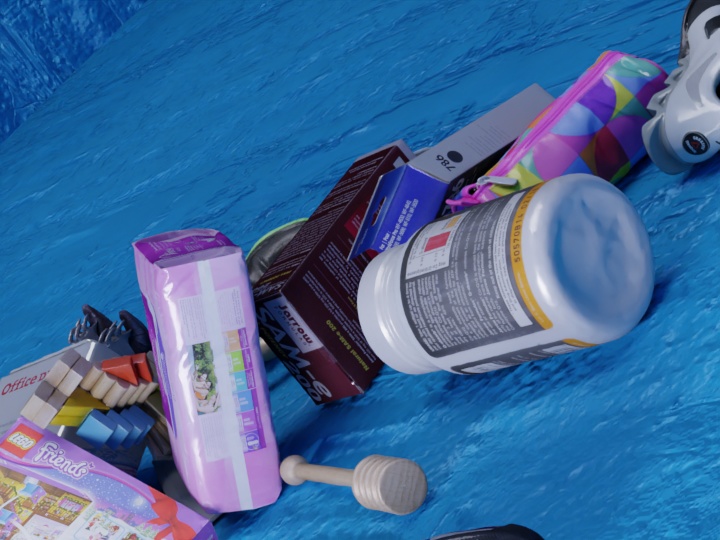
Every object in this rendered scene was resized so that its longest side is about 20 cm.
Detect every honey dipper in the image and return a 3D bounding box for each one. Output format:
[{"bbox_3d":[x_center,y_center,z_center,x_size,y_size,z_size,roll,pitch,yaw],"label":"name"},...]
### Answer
[{"bbox_3d":[-0.013,0.142,1.445,0.038,0.038,0.200,-45,17,-18],"label":"honey dipper"}]

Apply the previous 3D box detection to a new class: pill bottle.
[{"bbox_3d":[0.095,0.009,1.428,0.200,0.116,0.116,-17,27,49],"label":"pill bottle"}]

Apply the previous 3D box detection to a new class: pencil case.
[{"bbox_3d":[0.158,-0.086,1.596,0.200,0.088,0.088,-44,18,-19],"label":"pencil case"}]

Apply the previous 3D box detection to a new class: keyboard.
[{"bbox_3d":[-0.133,0.168,1.672,0.056,0.011,0.200,-35,17,-4],"label":"keyboard"}]

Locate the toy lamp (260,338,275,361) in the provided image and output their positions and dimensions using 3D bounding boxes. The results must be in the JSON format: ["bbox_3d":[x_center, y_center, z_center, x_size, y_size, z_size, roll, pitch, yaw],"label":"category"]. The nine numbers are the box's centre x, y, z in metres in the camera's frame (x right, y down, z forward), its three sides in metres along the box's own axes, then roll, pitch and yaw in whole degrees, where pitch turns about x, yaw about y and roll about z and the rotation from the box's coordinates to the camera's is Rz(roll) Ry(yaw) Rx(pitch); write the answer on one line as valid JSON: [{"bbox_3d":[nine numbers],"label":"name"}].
[{"bbox_3d":[-0.082,0.065,1.733,0.200,0.058,0.058,-33,18,6],"label":"toy lamp"}]

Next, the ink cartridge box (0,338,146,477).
[{"bbox_3d":[-0.257,0.171,1.694,0.145,0.087,0.200,-21,44,45],"label":"ink cartridge box"}]

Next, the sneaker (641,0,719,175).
[{"bbox_3d":[0.282,-0.155,1.547,0.088,0.074,0.200,-22,34,43],"label":"sneaker"}]

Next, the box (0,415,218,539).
[{"bbox_3d":[-0.222,0.203,1.536,0.200,0.039,0.137,24,59,32],"label":"box"}]

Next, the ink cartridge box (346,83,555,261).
[{"bbox_3d":[0.077,-0.069,1.633,0.200,0.039,0.099,-32,-24,-39],"label":"ink cartridge box"}]

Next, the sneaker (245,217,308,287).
[{"bbox_3d":[-0.089,0.042,1.808,0.200,0.077,0.084,-51,26,-6],"label":"sneaker"}]

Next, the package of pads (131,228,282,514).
[{"bbox_3d":[-0.114,0.072,1.558,0.076,0.200,0.121,-13,14,-14],"label":"package of pads"}]

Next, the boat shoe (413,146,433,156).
[{"bbox_3d":[0.013,-0.045,1.803,0.200,0.072,0.068,-40,19,-12],"label":"boat shoe"}]

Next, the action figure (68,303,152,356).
[{"bbox_3d":[-0.287,0.122,1.998,0.130,0.069,0.200,-9,37,49],"label":"action figure"}]

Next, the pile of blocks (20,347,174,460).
[{"bbox_3d":[-0.168,0.099,1.624,0.200,0.082,0.062,1,-44,-47],"label":"pile of blocks"}]

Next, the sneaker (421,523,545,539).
[{"bbox_3d":[0.027,0.186,1.200,0.200,0.074,0.088,-32,14,24],"label":"sneaker"}]

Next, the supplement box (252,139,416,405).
[{"bbox_3d":[0.000,0.000,1.655,0.061,0.109,0.200,-20,24,47],"label":"supplement box"}]
